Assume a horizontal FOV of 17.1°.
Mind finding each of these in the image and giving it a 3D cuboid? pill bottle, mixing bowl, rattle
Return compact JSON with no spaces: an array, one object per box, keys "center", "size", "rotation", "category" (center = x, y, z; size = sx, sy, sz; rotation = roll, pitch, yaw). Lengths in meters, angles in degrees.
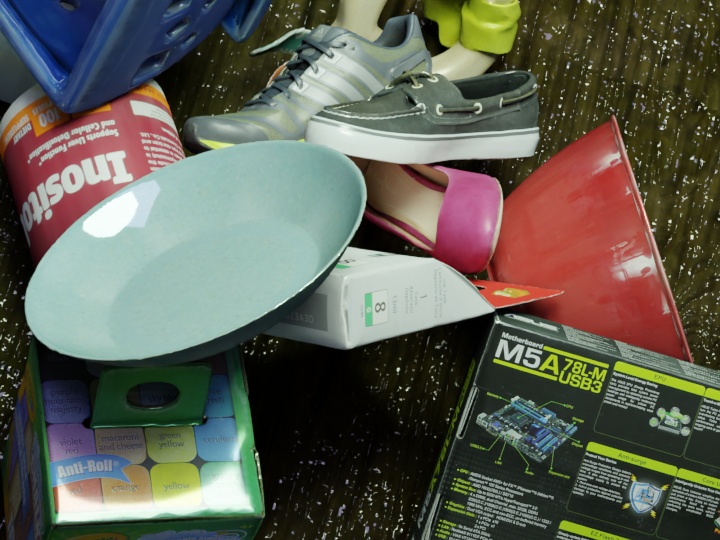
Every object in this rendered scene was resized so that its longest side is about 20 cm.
[{"center":[-0.151,-0.019,1.502],"size":[0.113,0.113,0.200],"rotation":[-10,62,-21],"category":"pill bottle"},{"center":[0.144,0.011,1.543],"size":[0.108,0.200,0.200],"rotation":[-17,62,8],"category":"mixing bowl"},{"center":[0.000,-0.186,1.678],"size":[0.200,0.130,0.143],"rotation":[-25,54,1],"category":"rattle"}]

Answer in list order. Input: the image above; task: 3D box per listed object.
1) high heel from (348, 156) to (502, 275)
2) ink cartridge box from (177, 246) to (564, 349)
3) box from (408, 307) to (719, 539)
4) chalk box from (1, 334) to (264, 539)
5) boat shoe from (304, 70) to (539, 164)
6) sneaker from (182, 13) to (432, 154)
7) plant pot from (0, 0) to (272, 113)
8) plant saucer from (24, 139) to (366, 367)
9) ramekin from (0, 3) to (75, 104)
[{"center":[0.028,-0.047,1.543],"size":[0.096,0.067,0.200],"rotation":[13,14,-15],"category":"high heel"},{"center":[0.000,0.000,1.429],"size":[0.200,0.161,0.050],"rotation":[-14,107,-46],"category":"ink cartridge box"},{"center":[0.143,0.139,1.456],"size":[0.200,0.048,0.193],"rotation":[16,101,-5],"category":"box"},{"center":[-0.130,0.113,1.373],"size":[0.124,0.200,0.124],"rotation":[-1,60,-16],"category":"chalk box"},{"center":[0.042,-0.102,1.548],"size":[0.069,0.057,0.200],"rotation":[16,14,42],"category":"boat shoe"},{"center":[-0.034,-0.118,1.575],"size":[0.200,0.074,0.081],"rotation":[-18,107,-35],"category":"sneaker"},{"center":[-0.133,-0.242,1.477],"size":[0.180,0.200,0.200],"rotation":[-20,65,-39],"category":"plant pot"},{"center":[-0.085,0.000,1.320],"size":[0.201,0.039,0.201],"rotation":[-16,32,11],"category":"plant saucer"},{"center":[-0.203,-0.203,1.610],"size":[0.200,0.098,0.201],"rotation":[7,58,-12],"category":"ramekin"}]
